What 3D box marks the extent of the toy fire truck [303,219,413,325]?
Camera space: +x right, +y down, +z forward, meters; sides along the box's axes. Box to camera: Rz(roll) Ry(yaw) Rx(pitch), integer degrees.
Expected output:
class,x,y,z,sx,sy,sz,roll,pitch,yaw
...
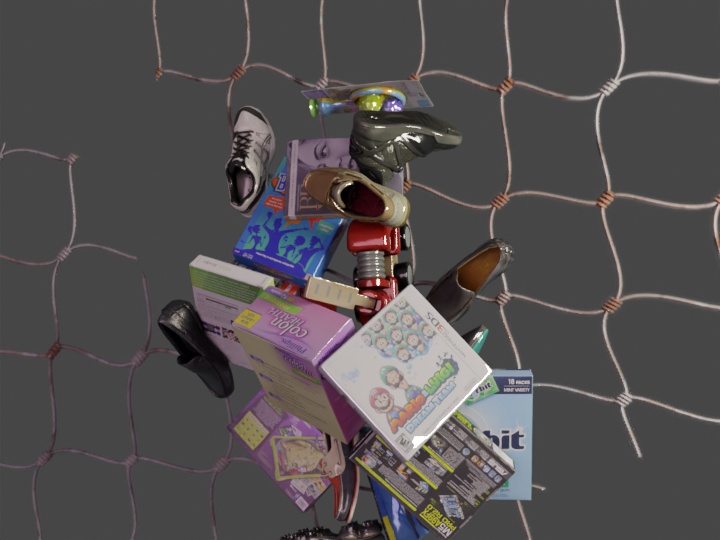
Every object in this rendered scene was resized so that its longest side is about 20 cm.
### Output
class,x,y,z,sx,sy,sz,roll,pitch,yaw
toy fire truck,0.000,0.000,1.395,0.128,0.200,0.177,-4,85,16

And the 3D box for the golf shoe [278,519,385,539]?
class,x,y,z,sx,sy,sz,roll,pitch,yaw
golf shoe,-0.055,0.467,1.441,0.199,0.078,0.095,-11,83,17

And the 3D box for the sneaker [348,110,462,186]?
class,x,y,z,sx,sy,sz,roll,pitch,yaw
sneaker,0.067,-0.197,1.434,0.076,0.199,0.115,54,139,41

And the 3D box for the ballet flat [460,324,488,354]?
class,x,y,z,sx,sy,sz,roll,pitch,yaw
ballet flat,0.136,0.169,1.412,0.073,0.073,0.201,25,95,17

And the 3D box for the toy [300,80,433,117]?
class,x,y,z,sx,sy,sz,roll,pitch,yaw
toy,0.011,-0.269,1.456,0.199,0.115,0.047,2,81,17

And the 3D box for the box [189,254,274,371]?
class,x,y,z,sx,sy,sz,roll,pitch,yaw
box,-0.208,0.078,1.475,0.144,0.036,0.201,17,132,20

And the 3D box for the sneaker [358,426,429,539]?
class,x,y,z,sx,sy,sz,roll,pitch,yaw
sneaker,0.053,0.344,1.431,0.078,0.066,0.201,-19,78,-4

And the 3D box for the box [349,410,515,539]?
class,x,y,z,sx,sy,sz,roll,pitch,yaw
box,0.108,0.287,1.332,0.200,0.044,0.160,41,102,-1

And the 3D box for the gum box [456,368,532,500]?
class,x,y,z,sx,sy,sz,roll,pitch,yaw
gum box,0.180,0.253,1.364,0.169,0.045,0.201,0,99,5

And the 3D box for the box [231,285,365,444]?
class,x,y,z,sx,sy,sz,roll,pitch,yaw
box,-0.081,0.147,1.380,0.175,0.201,0.097,20,54,37

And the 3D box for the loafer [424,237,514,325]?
class,x,y,z,sx,sy,sz,roll,pitch,yaw
loafer,0.161,0.022,1.412,0.073,0.072,0.200,44,99,14

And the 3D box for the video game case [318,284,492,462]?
class,x,y,z,sx,sy,sz,roll,pitch,yaw
video game case,0.068,0.146,1.284,0.182,0.024,0.200,47,64,5

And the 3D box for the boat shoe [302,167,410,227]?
class,x,y,z,sx,sy,sz,roll,pitch,yaw
boat shoe,-0.017,-0.122,1.381,0.199,0.066,0.074,19,97,32

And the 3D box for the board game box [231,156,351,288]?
class,x,y,z,sx,sy,sz,roll,pitch,yaw
board game box,-0.103,-0.081,1.479,0.151,0.045,0.201,19,69,17

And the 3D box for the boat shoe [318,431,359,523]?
class,x,y,z,sx,sy,sz,roll,pitch,yaw
boat shoe,-0.037,0.306,1.419,0.062,0.071,0.201,9,59,-16

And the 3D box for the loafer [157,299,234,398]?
class,x,y,z,sx,sy,sz,roll,pitch,yaw
loafer,-0.283,0.144,1.498,0.068,0.070,0.201,-7,121,38

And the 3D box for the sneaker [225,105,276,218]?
class,x,y,z,sx,sy,sz,roll,pitch,yaw
sneaker,-0.195,-0.195,1.529,0.075,0.088,0.201,-8,82,18

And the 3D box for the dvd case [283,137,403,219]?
class,x,y,z,sx,sy,sz,roll,pitch,yaw
dvd case,-0.027,-0.157,1.469,0.199,0.016,0.149,-2,65,7

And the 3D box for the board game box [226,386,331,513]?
class,x,y,z,sx,sy,sz,roll,pitch,yaw
board game box,-0.122,0.297,1.500,0.200,0.032,0.120,45,102,15

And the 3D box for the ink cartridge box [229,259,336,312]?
class,x,y,z,sx,sy,sz,roll,pitch,yaw
ink cartridge box,-0.140,0.066,1.484,0.199,0.050,0.109,20,129,18
